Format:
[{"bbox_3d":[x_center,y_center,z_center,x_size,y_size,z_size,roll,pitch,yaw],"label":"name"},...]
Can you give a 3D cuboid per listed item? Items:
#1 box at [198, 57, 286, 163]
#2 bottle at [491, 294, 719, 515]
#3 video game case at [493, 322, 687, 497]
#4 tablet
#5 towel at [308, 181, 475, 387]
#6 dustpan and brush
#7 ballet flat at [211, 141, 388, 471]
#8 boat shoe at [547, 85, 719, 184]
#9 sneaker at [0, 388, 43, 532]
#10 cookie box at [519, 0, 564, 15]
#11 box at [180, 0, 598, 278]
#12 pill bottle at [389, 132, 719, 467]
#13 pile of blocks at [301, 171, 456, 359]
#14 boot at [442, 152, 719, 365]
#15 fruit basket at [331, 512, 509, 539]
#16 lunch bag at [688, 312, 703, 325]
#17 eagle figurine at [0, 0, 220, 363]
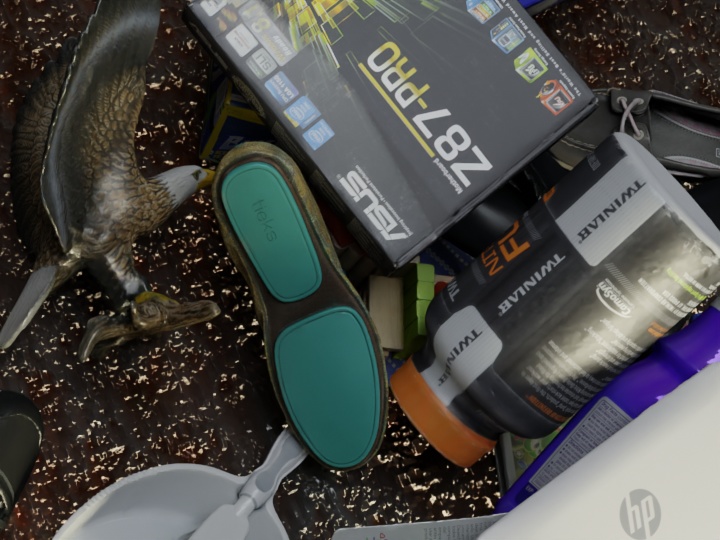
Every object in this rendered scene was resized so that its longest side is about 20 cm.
[{"bbox_3d":[-0.052,-0.158,1.489,0.070,0.064,0.201,13,57,-14],"label":"box"},{"bbox_3d":[0.164,0.100,1.393,0.083,0.065,0.200,41,90,7],"label":"bottle"},{"bbox_3d":[0.151,0.116,1.478,0.142,0.018,0.201,2,66,-20],"label":"video game case"},{"bbox_3d":[0.161,0.153,1.323,0.200,0.014,0.131,-33,102,-27],"label":"tablet"},{"bbox_3d":[0.024,-0.041,1.504,0.145,0.024,0.200,42,62,0],"label":"towel"},{"bbox_3d":[-0.077,0.146,1.353,0.139,0.057,0.200,41,35,-1],"label":"dustpan and brush"},{"bbox_3d":[-0.032,0.017,1.386,0.070,0.071,0.201,-29,107,-29],"label":"ballet flat"},{"bbox_3d":[0.210,-0.089,1.569,0.199,0.057,0.067,12,60,-16],"label":"boat shoe"},{"bbox_3d":[-0.217,0.154,1.273,0.200,0.087,0.076,-55,133,-25],"label":"sneaker"},{"bbox_3d":[0.069,-0.239,1.533,0.200,0.075,0.172,-28,87,-47],"label":"cookie box"},{"bbox_3d":[0.017,-0.123,1.400,0.161,0.049,0.200,-38,89,-10],"label":"box"},{"bbox_3d":[0.110,0.024,1.371,0.200,0.106,0.106,-43,84,12],"label":"pill bottle"},{"bbox_3d":[0.000,0.000,1.431,0.199,0.062,0.082,30,63,-7],"label":"pile of blocks"},{"bbox_3d":[0.151,-0.040,1.496,0.168,0.076,0.200,40,46,2],"label":"boot"},{"bbox_3d":[0.081,0.223,1.337,0.199,0.094,0.187,-6,99,-20],"label":"fruit basket"},{"bbox_3d":[0.289,0.120,1.459,0.199,0.127,0.171,11,64,-19],"label":"lunch bag"},{"bbox_3d":[-0.148,-0.056,1.378,0.151,0.151,0.201,-19,90,-63],"label":"eagle figurine"}]
